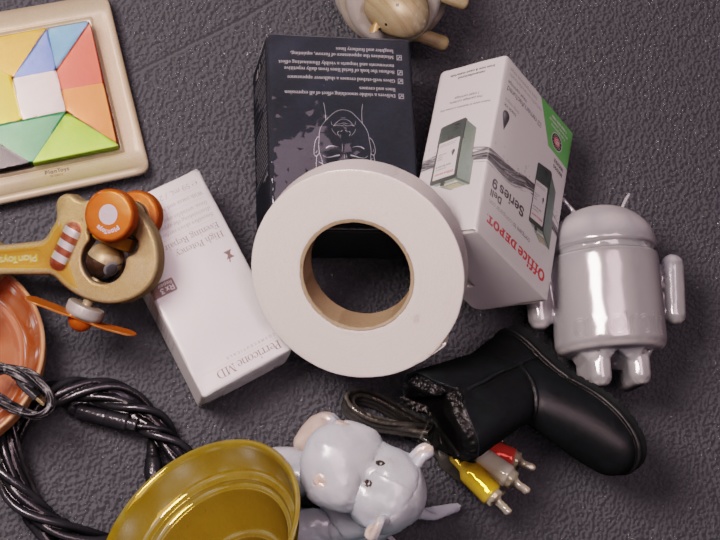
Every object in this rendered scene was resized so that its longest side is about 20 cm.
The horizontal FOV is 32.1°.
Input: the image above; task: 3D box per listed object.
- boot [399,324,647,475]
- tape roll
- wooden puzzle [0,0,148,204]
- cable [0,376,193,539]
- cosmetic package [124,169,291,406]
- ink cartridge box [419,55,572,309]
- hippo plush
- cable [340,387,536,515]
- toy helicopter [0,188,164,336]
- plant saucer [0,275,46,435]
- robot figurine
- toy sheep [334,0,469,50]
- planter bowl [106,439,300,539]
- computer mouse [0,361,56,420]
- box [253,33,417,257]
[{"bbox_3d":[0.152,0.147,1.190,0.167,0.077,0.200,-24,58,-42],"label":"boot"},{"bbox_3d":[0.000,0.000,1.143,0.201,0.037,0.205,4,111,9],"label":"tape roll"},{"bbox_3d":[-0.320,-0.172,1.240,0.183,0.037,0.202,-13,79,-14],"label":"wooden puzzle"},{"bbox_3d":[-0.248,0.179,1.162,0.163,0.051,0.200,-39,86,-18],"label":"cable"},{"bbox_3d":[-0.156,0.018,1.209,0.101,0.074,0.201,-28,82,-16],"label":"cosmetic package"},{"bbox_3d":[0.131,-0.082,1.235,0.146,0.084,0.202,39,54,-42],"label":"ink cartridge box"},{"bbox_3d":[-0.008,0.220,1.142,0.199,0.161,0.160,35,72,-1],"label":"hippo plush"},{"bbox_3d":[0.081,0.158,1.228,0.199,0.050,0.097,35,40,7],"label":"cable"},{"bbox_3d":[-0.274,-0.003,1.145,0.198,0.079,0.134,-3,92,12],"label":"toy helicopter"},{"bbox_3d":[-0.388,0.080,1.147,0.198,0.032,0.202,3,62,-5],"label":"plant saucer"},{"bbox_3d":[0.249,0.020,1.269,0.168,0.113,0.202,-1,77,-10],"label":"robot figurine"},{"bbox_3d":[0.035,-0.300,1.298,0.137,0.139,0.201,1,35,-11],"label":"toy sheep"},{"bbox_3d":[-0.123,0.254,1.097,0.201,0.200,0.084,-47,130,-18],"label":"planter bowl"},{"bbox_3d":[-0.347,0.061,1.131,0.059,0.034,0.200,-40,79,-19],"label":"computer mouse"},{"bbox_3d":[-0.027,-0.121,1.251,0.147,0.107,0.202,1,76,-12],"label":"box"}]
